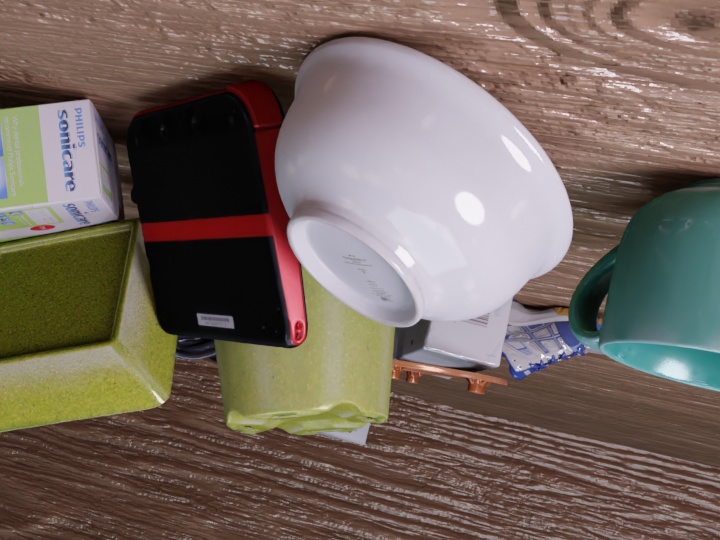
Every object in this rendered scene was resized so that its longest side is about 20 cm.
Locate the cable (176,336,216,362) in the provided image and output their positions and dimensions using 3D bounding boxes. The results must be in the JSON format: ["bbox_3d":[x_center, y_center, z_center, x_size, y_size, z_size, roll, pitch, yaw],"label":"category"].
[{"bbox_3d":[-0.153,0.027,1.002,0.161,0.051,0.201,-4,144,-2],"label":"cable"}]

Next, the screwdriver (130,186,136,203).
[{"bbox_3d":[-0.144,-0.059,1.045,0.197,0.028,0.029,14,-162,9],"label":"screwdriver"}]

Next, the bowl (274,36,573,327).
[{"bbox_3d":[0.018,-0.032,0.604,0.200,0.091,0.202,31,156,15],"label":"bowl"}]

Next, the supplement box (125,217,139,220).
[{"bbox_3d":[-0.193,-0.015,1.039,0.197,0.069,0.067,-5,135,17],"label":"supplement box"}]

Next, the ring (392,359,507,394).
[{"bbox_3d":[0.041,0.097,0.962,0.197,0.020,0.200,8,174,1],"label":"ring"}]

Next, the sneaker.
[{"bbox_3d":[0.208,0.087,1.159,0.197,0.089,0.075,8,166,26],"label":"sneaker"}]

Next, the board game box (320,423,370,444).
[{"bbox_3d":[-0.027,0.092,1.191,0.064,0.203,0.147,20,168,-25],"label":"board game box"}]

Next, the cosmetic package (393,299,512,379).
[{"bbox_3d":[0.089,0.044,1.036,0.080,0.115,0.200,14,167,-8],"label":"cosmetic package"}]

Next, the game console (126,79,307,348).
[{"bbox_3d":[-0.107,-0.037,0.734,0.031,0.180,0.199,-15,-171,-36],"label":"game console"}]

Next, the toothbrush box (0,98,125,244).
[{"bbox_3d":[-0.310,-0.073,0.854,0.197,0.087,0.146,-9,173,-7],"label":"toothbrush box"}]

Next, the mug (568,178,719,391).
[{"bbox_3d":[0.224,0.007,0.654,0.183,0.116,0.152,11,169,20],"label":"mug"}]

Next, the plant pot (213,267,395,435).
[{"bbox_3d":[-0.046,0.033,0.817,0.197,0.187,0.201,-2,163,-1],"label":"plant pot"}]

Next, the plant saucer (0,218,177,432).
[{"bbox_3d":[-0.250,0.033,0.845,0.197,0.201,0.048,-9,136,8],"label":"plant saucer"}]
